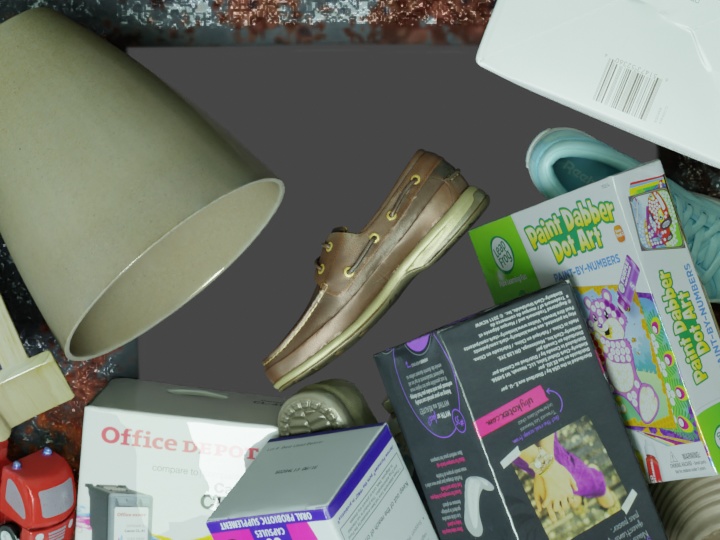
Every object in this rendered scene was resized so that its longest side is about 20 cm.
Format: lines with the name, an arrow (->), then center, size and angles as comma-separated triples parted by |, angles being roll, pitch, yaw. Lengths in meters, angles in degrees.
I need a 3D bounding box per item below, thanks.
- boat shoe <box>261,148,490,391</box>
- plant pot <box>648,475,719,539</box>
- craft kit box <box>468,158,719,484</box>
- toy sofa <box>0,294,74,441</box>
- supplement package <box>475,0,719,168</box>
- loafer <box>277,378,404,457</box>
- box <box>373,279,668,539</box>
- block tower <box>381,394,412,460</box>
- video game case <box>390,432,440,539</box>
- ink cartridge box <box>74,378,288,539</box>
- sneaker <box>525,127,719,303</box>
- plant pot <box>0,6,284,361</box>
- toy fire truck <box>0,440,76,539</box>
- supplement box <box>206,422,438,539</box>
boat shoe -> 0.000, 0.000, 1.530 | 0.068, 0.072, 0.200 | 45, 94, 3
plant pot -> 0.274, 0.177, 1.476 | 0.200, 0.093, 0.202 | 11, 129, 13
craft kit box -> 0.163, 0.043, 1.437 | 0.048, 0.200, 0.199 | -16, 87, -26
toy sofa -> -0.279, 0.014, 1.484 | 0.097, 0.083, 0.201 | -24, 69, -8
supplement package -> 0.190, -0.171, 1.414 | 0.190, 0.200, 0.148 | 23, 101, 2
loafer -> 0.006, 0.160, 1.532 | 0.075, 0.068, 0.201 | -4, 116, 29
box -> 0.106, 0.124, 1.433 | 0.106, 0.122, 0.201 | -19, 87, -23
block tower -> 0.095, 0.157, 1.528 | 0.054, 0.058, 0.200 | -38, 93, 10
video game case -> 0.093, 0.183, 1.571 | 0.199, 0.022, 0.183 | -26, 96, 9
ink cartridge box -> -0.127, 0.190, 1.563 | 0.147, 0.086, 0.201 | 6, 102, 5
sneaker -> 0.200, -0.029, 1.495 | 0.199, 0.082, 0.074 | 26, 102, 1
plant pot -> -0.184, -0.076, 1.492 | 0.187, 0.187, 0.200 | -41, 79, 10
toy fire truck -> -0.277, 0.099, 1.547 | 0.199, 0.049, 0.142 | 27, 122, 31
supplement box -> -0.004, 0.217, 1.463 | 0.101, 0.103, 0.201 | -11, 114, 33
